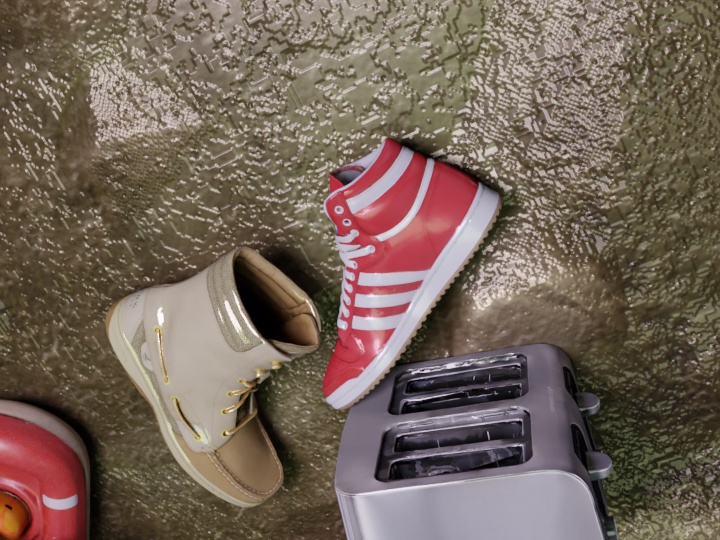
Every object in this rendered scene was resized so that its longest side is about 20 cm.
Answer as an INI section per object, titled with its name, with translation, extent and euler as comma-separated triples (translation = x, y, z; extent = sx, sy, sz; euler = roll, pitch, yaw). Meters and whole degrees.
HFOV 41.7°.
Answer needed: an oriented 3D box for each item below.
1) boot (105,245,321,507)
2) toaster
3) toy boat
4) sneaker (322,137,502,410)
[boot]
translation = -0.084, 0.085, 0.708
extent = 0.155, 0.073, 0.200
euler = -22, 104, 37
[toaster]
translation = 0.077, 0.149, 0.671
extent = 0.199, 0.181, 0.119
euler = -10, 109, 13
[toy boat]
translation = -0.305, 0.210, 0.787
extent = 0.130, 0.131, 0.201
euler = 9, 116, 5
[sneaker]
translation = 0.000, 0.000, 0.673
extent = 0.112, 0.071, 0.200
euler = 31, 108, -9
